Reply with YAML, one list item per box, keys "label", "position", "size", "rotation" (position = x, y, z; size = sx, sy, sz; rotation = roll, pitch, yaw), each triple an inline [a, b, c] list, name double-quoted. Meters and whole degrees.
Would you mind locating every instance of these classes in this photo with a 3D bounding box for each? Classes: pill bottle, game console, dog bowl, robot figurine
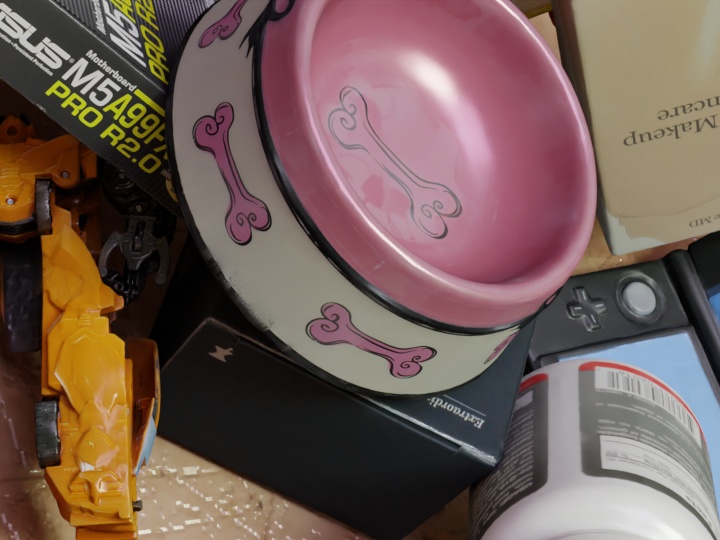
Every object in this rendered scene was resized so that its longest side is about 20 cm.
- label: "pill bottle"
  position: [0.102, 0.126, 1.087]
  size: [0.114, 0.114, 0.200]
  rotation: [34, 20, -8]
- label: "game console"
  position: [0.194, 0.066, 1.226]
  size: [0.176, 0.116, 0.200]
  rotation: [-10, 68, -32]
- label: "dog bowl"
  position: [0.018, -0.050, 1.062]
  size: [0.200, 0.074, 0.200]
  rotation: [21, 54, -33]
- label: "robot figurine"
  position: [-0.150, 0.025, 1.083]
  size: [0.145, 0.058, 0.200]
  rotation: [-3, 63, -2]

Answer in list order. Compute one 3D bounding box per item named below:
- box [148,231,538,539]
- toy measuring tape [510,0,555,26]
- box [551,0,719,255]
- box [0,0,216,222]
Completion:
- label: "box"
  position: [0.000, 0.000, 1.162]
  size: [0.148, 0.107, 0.200]
  rotation: [28, 53, -13]
- label: "toy measuring tape"
  position: [0.072, -0.146, 1.257]
  size: [0.074, 0.200, 0.074]
  rotation: [46, 34, -44]
- label: "box"
  position: [0.144, -0.104, 1.190]
  size: [0.095, 0.200, 0.078]
  rotation: [-15, 52, 3]
- label: "box"
  position: [-0.123, -0.124, 1.117]
  size: [0.160, 0.044, 0.200]
  rotation: [40, 18, -31]
